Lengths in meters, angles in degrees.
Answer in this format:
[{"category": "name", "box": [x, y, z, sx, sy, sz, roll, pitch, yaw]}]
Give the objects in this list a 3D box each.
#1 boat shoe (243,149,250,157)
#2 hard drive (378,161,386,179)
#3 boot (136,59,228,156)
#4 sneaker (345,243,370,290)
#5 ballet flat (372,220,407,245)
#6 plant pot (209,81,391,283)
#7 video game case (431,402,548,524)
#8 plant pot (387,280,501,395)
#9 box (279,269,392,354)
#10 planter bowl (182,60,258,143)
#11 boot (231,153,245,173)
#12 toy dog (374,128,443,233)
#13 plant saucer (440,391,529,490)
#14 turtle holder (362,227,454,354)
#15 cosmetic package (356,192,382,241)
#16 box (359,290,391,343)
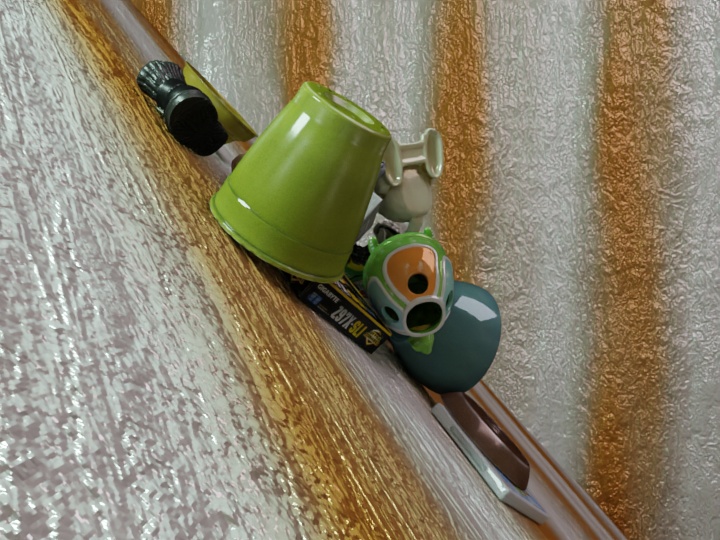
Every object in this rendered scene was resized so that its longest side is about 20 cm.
[{"category": "boat shoe", "box": [-0.135, -0.082, 1.116, 0.072, 0.065, 0.202, 10, -42, 42]}, {"category": "hard drive", "box": [-0.053, -0.192, 1.198, 0.140, 0.038, 0.199, 53, -25, -19]}, {"category": "boot", "box": [-0.295, -0.276, 1.186, 0.159, 0.079, 0.211, 54, -6, 8]}, {"category": "sneaker", "box": [0.000, 0.000, 1.318, 0.198, 0.085, 0.079, 13, 37, -48]}, {"category": "ballet flat", "box": [0.068, -0.027, 1.286, 0.072, 0.072, 0.201, 43, 8, -34]}, {"category": "plant pot", "box": [-0.060, -0.123, 0.953, 0.198, 0.195, 0.201, 29, 18, -10]}, {"category": "video game case", "box": [0.207, 0.307, 1.189, 0.182, 0.022, 0.200, 50, 5, 40]}, {"category": "plant pot", "box": [0.125, 0.100, 1.292, 0.133, 0.202, 0.200, 24, 15, -33]}, {"category": "box", "box": [-0.053, 0.020, 1.085, 0.200, 0.049, 0.160, 43, 7, -47]}, {"category": "planter bowl", "box": [-0.297, -0.306, 1.467, 0.201, 0.083, 0.200, 47, 4, -5]}, {"category": "boot", "box": [-0.146, -0.109, 1.328, 0.201, 0.070, 0.147, 51, 0, 40]}, {"category": "toy dog", "box": [0.041, -0.150, 1.290, 0.199, 0.138, 0.197, 3, -67, 55]}, {"category": "plant saucer", "box": [0.209, 0.267, 1.220, 0.200, 0.034, 0.200, 45, 5, -5]}, {"category": "turtle holder", "box": [0.072, 0.040, 1.135, 0.139, 0.187, 0.133, 5, 40, -23]}, {"category": "cosmetic package", "box": [-0.076, -0.123, 1.166, 0.199, 0.107, 0.090, 41, -27, 8]}, {"category": "box", "box": [0.089, 0.072, 1.439, 0.200, 0.137, 0.040, 46, 3, -18]}]
